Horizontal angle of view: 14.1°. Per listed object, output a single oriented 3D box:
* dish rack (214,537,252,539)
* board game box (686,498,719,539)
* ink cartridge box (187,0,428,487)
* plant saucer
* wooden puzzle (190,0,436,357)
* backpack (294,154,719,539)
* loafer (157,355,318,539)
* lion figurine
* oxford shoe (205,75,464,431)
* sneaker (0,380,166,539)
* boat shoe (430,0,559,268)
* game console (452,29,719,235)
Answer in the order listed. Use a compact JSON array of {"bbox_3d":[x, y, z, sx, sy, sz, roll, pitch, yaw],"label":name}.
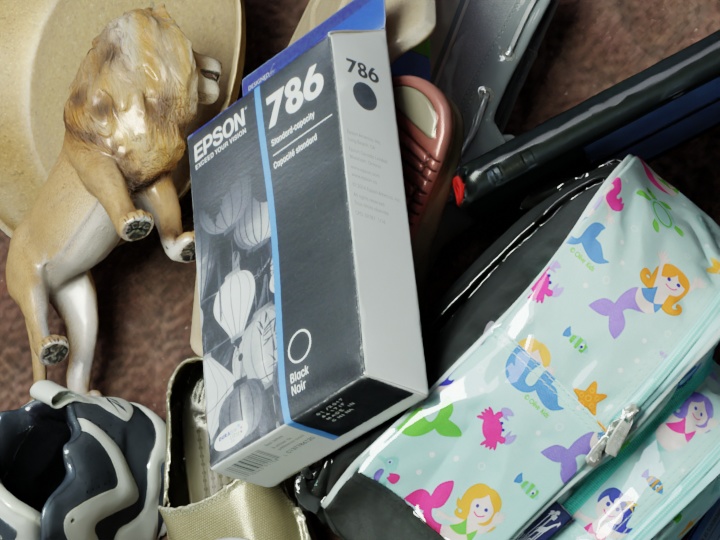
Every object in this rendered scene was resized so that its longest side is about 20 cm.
[{"bbox_3d":[-0.004,0.219,1.242,0.199,0.044,0.172,16,88,22],"label":"dish rack"},{"bbox_3d":[0.230,0.135,1.188,0.200,0.037,0.152,28,83,36],"label":"board game box"},{"bbox_3d":[-0.025,-0.021,1.190,0.099,0.039,0.201,-34,49,39],"label":"ink cartridge box"},{"bbox_3d":[-0.124,-0.103,1.474,0.200,0.035,0.201,-10,75,38],"label":"plant saucer"},{"bbox_3d":[-0.012,-0.073,1.343,0.200,0.046,0.185,-57,18,29],"label":"wooden puzzle"},{"bbox_3d":[0.085,0.053,1.215,0.150,0.178,0.200,35,89,3],"label":"backpack"},{"bbox_3d":[-0.057,0.125,1.330,0.076,0.067,0.201,-26,59,16],"label":"loafer"},{"bbox_3d":[-0.132,-0.025,1.395,0.200,0.072,0.123,-50,47,25],"label":"lion figurine"},{"bbox_3d":[0.000,0.000,1.259,0.070,0.075,0.200,49,124,31],"label":"oxford shoe"},{"bbox_3d":[-0.163,0.140,1.345,0.079,0.130,0.200,27,82,36],"label":"sneaker"},{"bbox_3d":[0.048,-0.059,1.360,0.071,0.070,0.201,16,81,8],"label":"boat shoe"},{"bbox_3d":[0.135,-0.072,1.249,0.200,0.177,0.031,-28,87,5],"label":"game console"}]
